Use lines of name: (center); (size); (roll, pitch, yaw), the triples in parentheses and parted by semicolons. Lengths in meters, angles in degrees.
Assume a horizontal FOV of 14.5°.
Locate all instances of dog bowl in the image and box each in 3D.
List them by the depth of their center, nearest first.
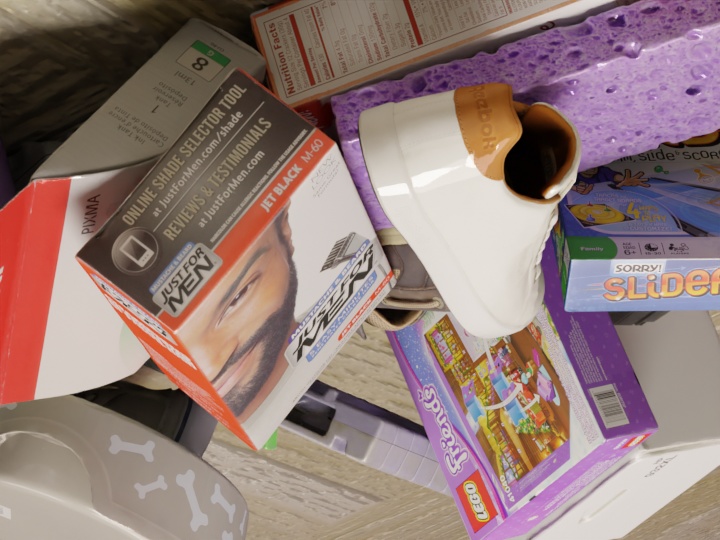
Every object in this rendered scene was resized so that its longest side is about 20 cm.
dog bowl: (-0.150, 0.122, 1.503); (0.200, 0.059, 0.200); (19, 158, 8)

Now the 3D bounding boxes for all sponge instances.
sponge: (0.087, -0.075, 1.301); (0.200, 0.030, 0.112); (-17, 158, 0)

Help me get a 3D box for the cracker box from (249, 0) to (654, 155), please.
cracker box: (0.062, -0.106, 1.327); (0.200, 0.058, 0.134); (-20, 159, 7)

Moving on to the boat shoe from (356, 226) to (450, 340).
boat shoe: (0.000, 0.000, 1.442); (0.074, 0.073, 0.200); (-20, -173, -29)

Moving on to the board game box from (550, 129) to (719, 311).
board game box: (0.190, -0.036, 1.377); (0.200, 0.135, 0.034); (-1, 130, -6)

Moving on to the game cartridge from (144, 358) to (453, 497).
game cartridge: (-0.047, 0.066, 1.536); (0.200, 0.038, 0.130); (22, -178, 28)

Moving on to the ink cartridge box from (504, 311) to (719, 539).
ink cartridge box: (0.111, 0.033, 1.509); (0.084, 0.200, 0.145); (-6, 156, -32)

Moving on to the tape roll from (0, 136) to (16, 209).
tape roll: (-0.252, -0.008, 1.286); (0.200, 0.085, 0.200); (-15, 159, -6)

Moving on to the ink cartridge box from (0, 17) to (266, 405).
ink cartridge box: (-0.122, 0.002, 1.268); (0.200, 0.050, 0.161); (-51, 165, -40)

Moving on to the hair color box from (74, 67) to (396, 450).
hair color box: (-0.051, 0.000, 1.286); (0.111, 0.064, 0.200); (-50, 161, -8)

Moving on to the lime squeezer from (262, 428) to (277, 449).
lime squeezer: (-0.117, 0.047, 1.471); (0.200, 0.071, 0.038); (4, -165, 38)

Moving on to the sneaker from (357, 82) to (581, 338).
sneaker: (0.068, -0.025, 1.267); (0.085, 0.073, 0.200); (-19, 157, 11)

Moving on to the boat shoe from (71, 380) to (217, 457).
boat shoe: (-0.155, 0.095, 1.629); (0.086, 0.075, 0.202); (30, 158, -19)

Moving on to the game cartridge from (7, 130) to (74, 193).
game cartridge: (-0.160, -0.007, 1.432); (0.133, 0.040, 0.200); (-2, 154, -44)

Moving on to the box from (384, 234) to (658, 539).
box: (0.067, 0.024, 1.453); (0.039, 0.200, 0.137); (-10, 159, -34)
